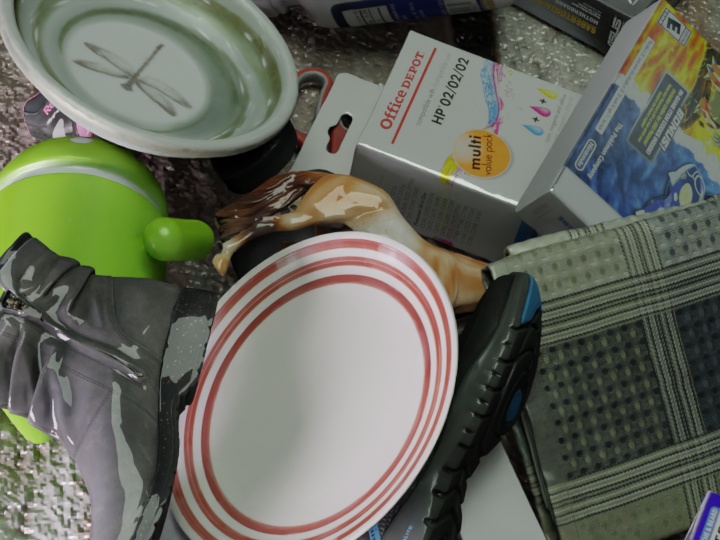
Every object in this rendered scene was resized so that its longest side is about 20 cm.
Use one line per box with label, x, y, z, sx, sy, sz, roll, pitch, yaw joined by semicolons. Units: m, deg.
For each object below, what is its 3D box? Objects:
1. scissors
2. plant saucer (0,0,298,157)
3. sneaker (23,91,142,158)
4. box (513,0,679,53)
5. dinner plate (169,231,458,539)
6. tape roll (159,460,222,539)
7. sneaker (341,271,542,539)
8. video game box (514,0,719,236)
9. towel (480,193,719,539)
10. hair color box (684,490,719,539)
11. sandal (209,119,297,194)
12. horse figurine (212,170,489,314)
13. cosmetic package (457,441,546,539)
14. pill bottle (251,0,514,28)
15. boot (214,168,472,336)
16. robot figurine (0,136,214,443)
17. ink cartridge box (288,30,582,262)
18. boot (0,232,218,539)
scissors;-0.029;-0.059;1.231;0.073;0.014;0.201;14;55;-5
plant saucer;-0.139;-0.132;1.146;0.199;0.050;0.201;18;42;-16
sneaker;-0.170;-0.159;1.256;0.095;0.079;0.200;5;52;32
box;0.190;-0.266;1.386;0.158;0.048;0.200;30;56;18
dinner plate;-0.028;0.072;0.991;0.199;0.024;0.201;-18;55;29
tape roll;-0.055;0.205;0.999;0.199;0.066;0.201;3;52;-4
sneaker;0.036;0.083;0.986;0.082;0.073;0.201;22;74;24
video game box;0.214;-0.051;1.181;0.182;0.047;0.200;42;54;-14
towel;0.170;0.063;1.083;0.199;0.035;0.194;-15;91;-27
hair color box;0.266;0.209;1.000;0.199;0.110;0.065;21;54;9
sandal;-0.080;-0.108;1.230;0.075;0.048;0.201;-33;36;13
horse figurine;0.000;0.000;1.079;0.132;0.050;0.200;-42;70;-18
cosmetic package;0.078;0.174;1.025;0.050;0.083;0.201;-12;56;-17
pill bottle;0.007;-0.237;1.287;0.199;0.120;0.120;-5;52;10
boot;0.012;0.005;1.147;0.199;0.073;0.151;-18;62;-10
robot figurine;-0.178;0.003;1.104;0.175;0.116;0.201;-9;52;14
ink cartridge box;0.064;-0.084;1.217;0.199;0.068;0.115;21;54;4
boot;-0.161;0.084;0.978;0.131;0.070;0.201;14;58;-5
